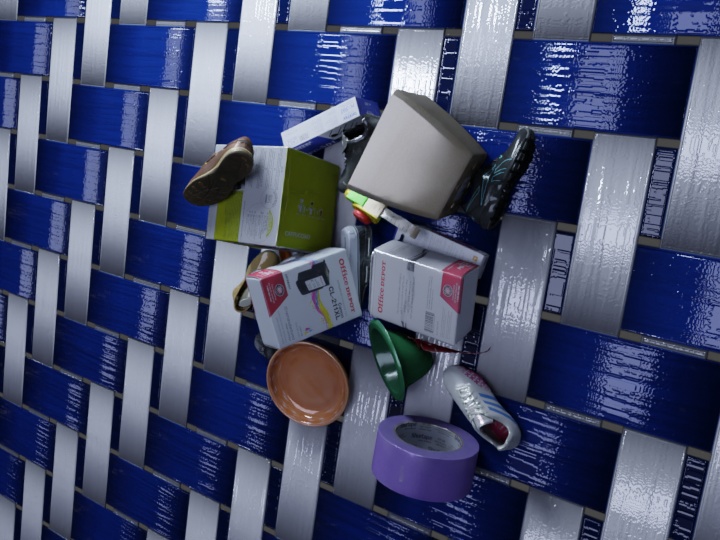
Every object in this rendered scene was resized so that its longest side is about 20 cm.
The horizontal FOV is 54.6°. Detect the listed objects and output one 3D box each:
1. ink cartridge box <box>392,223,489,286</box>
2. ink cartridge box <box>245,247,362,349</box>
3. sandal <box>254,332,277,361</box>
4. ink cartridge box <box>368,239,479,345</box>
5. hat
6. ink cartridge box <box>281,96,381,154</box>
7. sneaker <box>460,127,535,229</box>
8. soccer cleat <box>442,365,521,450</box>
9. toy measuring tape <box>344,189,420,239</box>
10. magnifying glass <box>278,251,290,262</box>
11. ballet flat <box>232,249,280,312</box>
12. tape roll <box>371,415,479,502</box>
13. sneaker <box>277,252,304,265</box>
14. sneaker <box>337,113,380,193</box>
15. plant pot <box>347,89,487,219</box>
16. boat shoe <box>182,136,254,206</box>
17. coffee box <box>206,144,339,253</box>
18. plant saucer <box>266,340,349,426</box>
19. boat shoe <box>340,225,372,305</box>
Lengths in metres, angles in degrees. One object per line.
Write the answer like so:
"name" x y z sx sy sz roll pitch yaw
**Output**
"ink cartridge box" 0.152 -0.025 1.394 0.199 0.037 0.096 26 107 25
"ink cartridge box" -0.110 0.051 1.394 0.083 0.199 0.147 4 111 59
"sandal" -0.171 0.192 1.599 0.199 0.048 0.076 25 106 27
"ink cartridge box" 0.119 0.039 1.355 0.198 0.085 0.147 18 117 29
"hat" 0.132 0.164 1.422 0.167 0.174 0.201 87 159 -46
"ink cartridge box" -0.062 -0.302 1.474 0.199 0.094 0.045 -18 84 32
"sneaker" 0.254 -0.178 1.298 0.079 0.075 0.201 36 110 27
"soccer cleat" 0.226 0.260 1.336 0.200 0.086 0.070 45 114 22
"toy measuring tape" 0.046 -0.112 1.422 0.199 0.073 0.074 34 110 27
"magnifying glass" -0.155 0.027 1.598 0.079 0.022 0.202 -20 84 31
"ballet flat" -0.239 0.032 1.601 0.200 0.068 0.063 -50 27 44
"tape roll" 0.124 0.357 1.339 0.198 0.199 0.086 15 102 30
"sneaker" -0.161 0.038 1.545 0.080 0.070 0.201 52 134 17
"sneaker" -0.008 -0.245 1.431 0.090 0.067 0.200 26 131 -17
"plant pot" 0.123 -0.204 1.319 0.176 0.199 0.201 32 110 14
"boat shoe" -0.281 -0.197 1.400 0.199 0.072 0.068 -31 38 34
"coffee box" -0.183 -0.146 1.486 0.196 0.199 0.202 7 90 31
"plant saucer" -0.113 0.248 1.551 0.198 0.037 0.202 5 106 18
"boat shoe" 0.000 0.000 1.466 0.072 0.070 0.202 -127 33 -54
